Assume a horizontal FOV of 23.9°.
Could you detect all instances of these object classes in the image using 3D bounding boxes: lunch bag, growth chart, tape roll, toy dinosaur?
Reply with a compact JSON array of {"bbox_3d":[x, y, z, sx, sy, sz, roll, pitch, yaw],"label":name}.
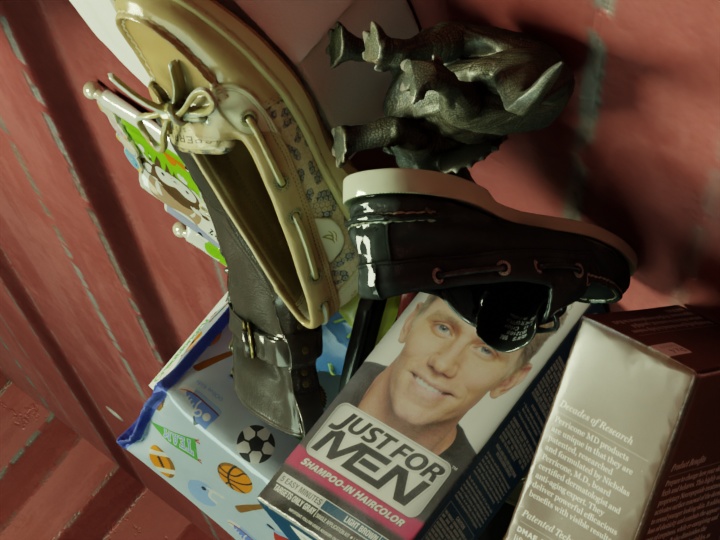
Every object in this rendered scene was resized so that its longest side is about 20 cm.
[{"bbox_3d":[-0.037,0.087,1.153,0.170,0.200,0.124,40,142,-3],"label":"lunch bag"},{"bbox_3d":[-0.133,-0.060,1.294,0.145,0.018,0.200,30,160,32],"label":"growth chart"},{"bbox_3d":[-0.067,-0.136,0.856,0.202,0.071,0.203,37,163,13],"label":"tape roll"},{"bbox_3d":[0.048,-0.082,0.755,0.200,0.102,0.077,-32,63,61],"label":"toy dinosaur"}]

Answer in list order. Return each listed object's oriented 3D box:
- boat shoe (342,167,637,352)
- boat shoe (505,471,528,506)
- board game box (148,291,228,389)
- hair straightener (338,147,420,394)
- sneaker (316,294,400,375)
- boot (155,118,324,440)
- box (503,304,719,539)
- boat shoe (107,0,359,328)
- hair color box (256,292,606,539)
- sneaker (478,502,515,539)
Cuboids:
[{"bbox_3d":[0.066,0.005,0.808,0.074,0.066,0.199,-7,165,35],"label":"boat shoe"},{"bbox_3d":[0.156,0.126,1.065,0.072,0.068,0.200,-18,147,32],"label":"boat shoe"},{"bbox_3d":[-0.061,0.112,1.391,0.200,0.126,0.035,47,162,-22],"label":"board game box"},{"bbox_3d":[0.000,0.000,0.988,0.077,0.041,0.201,16,130,17],"label":"hair straightener"},{"bbox_3d":[0.012,0.044,1.085,0.105,0.076,0.200,-28,106,30],"label":"sneaker"},{"bbox_3d":[-0.071,-0.003,1.017,0.200,0.069,0.175,-133,36,-58],"label":"boot"},{"bbox_3d":[0.129,0.122,0.846,0.075,0.201,0.100,30,-161,34],"label":"box"},{"bbox_3d":[-0.054,-0.056,0.799,0.200,0.063,0.073,50,162,-29],"label":"boat shoe"},{"bbox_3d":[0.045,0.084,0.952,0.100,0.200,0.061,27,160,35],"label":"hair color box"},{"bbox_3d":[0.120,0.162,1.108,0.090,0.070,0.200,35,-161,13],"label":"sneaker"}]
